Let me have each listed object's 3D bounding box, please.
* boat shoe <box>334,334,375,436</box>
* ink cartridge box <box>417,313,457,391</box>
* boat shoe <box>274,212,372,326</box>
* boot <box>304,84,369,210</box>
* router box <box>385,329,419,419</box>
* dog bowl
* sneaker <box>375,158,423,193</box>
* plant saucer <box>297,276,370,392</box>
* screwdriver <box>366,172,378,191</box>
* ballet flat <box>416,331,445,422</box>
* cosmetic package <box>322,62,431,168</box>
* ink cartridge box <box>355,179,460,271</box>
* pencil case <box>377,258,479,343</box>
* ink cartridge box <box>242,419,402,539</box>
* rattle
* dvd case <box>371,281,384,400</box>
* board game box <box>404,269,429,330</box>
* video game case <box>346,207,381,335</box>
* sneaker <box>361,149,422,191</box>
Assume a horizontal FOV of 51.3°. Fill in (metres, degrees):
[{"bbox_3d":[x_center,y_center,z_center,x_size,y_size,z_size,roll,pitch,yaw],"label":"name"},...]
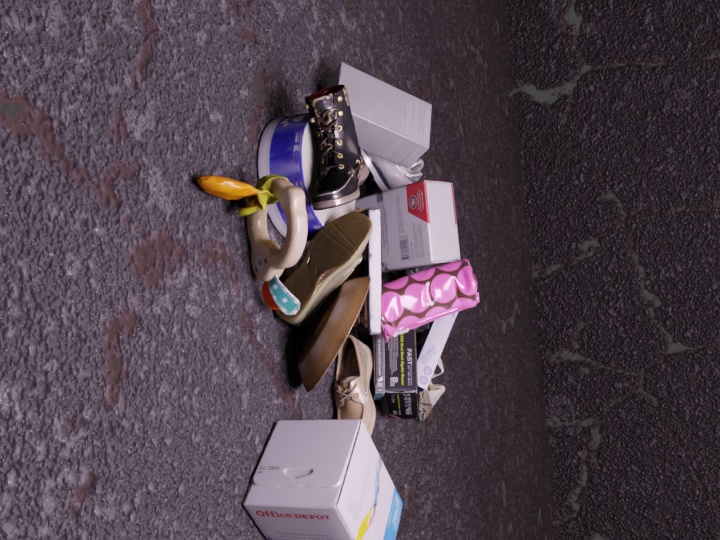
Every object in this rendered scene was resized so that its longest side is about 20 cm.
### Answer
[{"bbox_3d":[-0.017,0.206,1.283,0.065,0.071,0.202,48,36,-46],"label":"boat shoe"},{"bbox_3d":[0.150,0.153,1.578,0.094,0.044,0.202,120,-6,-76],"label":"ink cartridge box"},{"bbox_3d":[-0.052,-0.001,1.152,0.202,0.073,0.063,-53,157,-4],"label":"boat shoe"},{"bbox_3d":[-0.042,-0.184,1.111,0.200,0.072,0.152,-59,138,-61],"label":"boot"},{"bbox_3d":[0.078,0.167,1.447,0.150,0.061,0.202,81,7,-60],"label":"router box"},{"bbox_3d":[-0.082,-0.149,1.203,0.200,0.078,0.203,-6,90,-67],"label":"dog bowl"},{"bbox_3d":[0.076,-0.146,1.523,0.075,0.086,0.203,25,79,-63],"label":"sneaker"},{"bbox_3d":[-0.048,0.090,1.156,0.035,0.201,0.201,29,42,-7],"label":"plant saucer"},{"bbox_3d":[0.035,-0.160,1.562,0.201,0.029,0.028,66,28,-49],"label":"screwdriver"},{"bbox_3d":[0.147,0.233,1.646,0.068,0.074,0.203,-21,104,-75],"label":"ballet flat"},{"bbox_3d":[0.027,-0.280,1.364,0.198,0.090,0.108,19,60,-20],"label":"cosmetic package"},{"bbox_3d":[0.079,-0.075,1.390,0.083,0.199,0.146,-2,85,-43],"label":"ink cartridge box"},{"bbox_3d":[0.112,0.051,1.304,0.091,0.198,0.094,80,-13,-55],"label":"pencil case"},{"bbox_3d":[-0.047,0.334,1.077,0.147,0.145,0.201,-68,145,-46],"label":"ink cartridge box"},{"bbox_3d":[-0.150,-0.026,1.030,0.142,0.129,0.202,-19,128,-56],"label":"rattle"},{"bbox_3d":[0.032,0.134,1.400,0.146,0.022,0.203,94,-5,-75],"label":"dvd case"},{"bbox_3d":[0.122,0.040,1.621,0.200,0.028,0.137,-62,140,-81],"label":"board game box"},{"bbox_3d":[0.000,0.000,1.271,0.181,0.025,0.203,-177,-94,-74],"label":"video game case"},{"bbox_3d":[0.038,-0.241,1.453,0.201,0.080,0.077,54,22,-16],"label":"sneaker"}]
